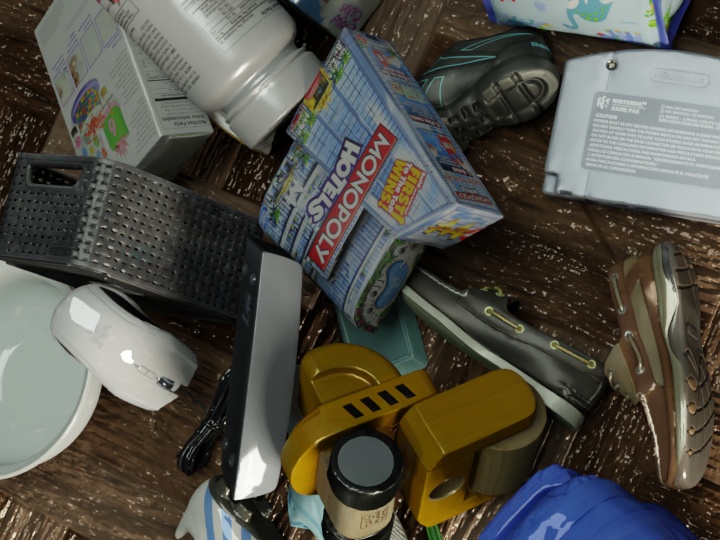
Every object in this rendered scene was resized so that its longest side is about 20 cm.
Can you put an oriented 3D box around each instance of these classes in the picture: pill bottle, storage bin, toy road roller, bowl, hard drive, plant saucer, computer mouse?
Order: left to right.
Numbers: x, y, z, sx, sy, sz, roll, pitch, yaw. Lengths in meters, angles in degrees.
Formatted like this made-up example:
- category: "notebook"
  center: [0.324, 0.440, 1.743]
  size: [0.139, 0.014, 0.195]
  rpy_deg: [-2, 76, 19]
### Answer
- category: "bowl"
  center: [-0.307, 0.093, 1.667]
  size: [0.201, 0.090, 0.201]
  rpy_deg: [-6, 75, 21]
- category: "storage bin"
  center: [-0.194, -0.025, 1.577]
  size: [0.135, 0.200, 0.094]
  rpy_deg: [6, 80, 41]
- category: "computer mouse"
  center: [-0.177, 0.087, 1.564]
  size: [0.110, 0.200, 0.044]
  rpy_deg: [-48, 32, 6]
- category: "pill bottle"
  center: [-0.127, -0.207, 1.576]
  size: [0.113, 0.113, 0.200]
  rpy_deg: [-42, 92, 8]
- category: "hard drive"
  center: [-0.082, 0.078, 1.514]
  size: [0.042, 0.135, 0.200]
  rpy_deg: [6, 95, -10]
- category: "plant saucer"
  center: [0.000, 0.000, 1.600]
  size: [0.070, 0.019, 0.200]
  rpy_deg: [-21, 71, 17]
- category: "toy road roller"
  center: [0.032, 0.121, 1.462]
  size: [0.200, 0.123, 0.146]
  rpy_deg: [-19, 60, -17]

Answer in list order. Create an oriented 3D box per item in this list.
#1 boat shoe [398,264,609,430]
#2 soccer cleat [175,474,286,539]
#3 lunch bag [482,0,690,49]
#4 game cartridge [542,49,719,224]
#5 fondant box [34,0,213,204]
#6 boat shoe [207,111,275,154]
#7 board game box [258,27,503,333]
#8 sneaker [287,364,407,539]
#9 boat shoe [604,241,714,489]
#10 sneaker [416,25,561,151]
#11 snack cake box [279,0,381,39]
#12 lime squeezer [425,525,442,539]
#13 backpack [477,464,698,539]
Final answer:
- category: "boat shoe"
  center: [0.114, 0.050, 1.513]
  size: [0.201, 0.072, 0.061]
  rpy_deg: [37, 85, 22]
- category: "soccer cleat"
  center: [-0.081, 0.262, 1.550]
  size: [0.086, 0.070, 0.200]
  rpy_deg: [-51, 61, 22]
- category: "lunch bag"
  center: [0.176, -0.290, 1.491]
  size: [0.170, 0.200, 0.128]
  rpy_deg: [10, 61, 26]
- category: "game cartridge"
  center: [0.254, -0.111, 1.502]
  size: [0.200, 0.040, 0.133]
  rpy_deg: [11, 92, 25]
- category: "fondant box"
  center: [-0.216, -0.172, 1.669]
  size: [0.144, 0.058, 0.200]
  rpy_deg: [-42, 62, 49]
- category: "boat shoe"
  center: [-0.131, -0.187, 1.673]
  size: [0.069, 0.071, 0.200]
  rpy_deg: [-45, 63, 9]
- category: "board game box"
  center: [0.013, -0.060, 1.505]
  size: [0.200, 0.062, 0.200]
  rpy_deg: [45, 113, 39]
- category: "sneaker"
  center: [-0.037, 0.173, 1.543]
  size: [0.082, 0.074, 0.200]
  rpy_deg: [-35, 62, 16]
- category: "boat shoe"
  center: [0.232, 0.078, 1.456]
  size: [0.072, 0.076, 0.200]
  rpy_deg: [-12, 63, 24]
- category: "sneaker"
  center: [0.078, -0.144, 1.585]
  size: [0.200, 0.075, 0.079]
  rpy_deg: [-22, 47, 18]
- category: "snack cake box"
  center: [-0.085, -0.291, 1.655]
  size: [0.200, 0.115, 0.067]
  rpy_deg: [36, 92, 27]
- category: "lime squeezer"
  center: [0.063, 0.261, 1.485]
  size: [0.038, 0.071, 0.200]
  rpy_deg: [-37, 34, 28]
- category: "backpack"
  center: [0.163, 0.234, 1.371]
  size: [0.168, 0.200, 0.163]
  rpy_deg: [39, 94, 26]
